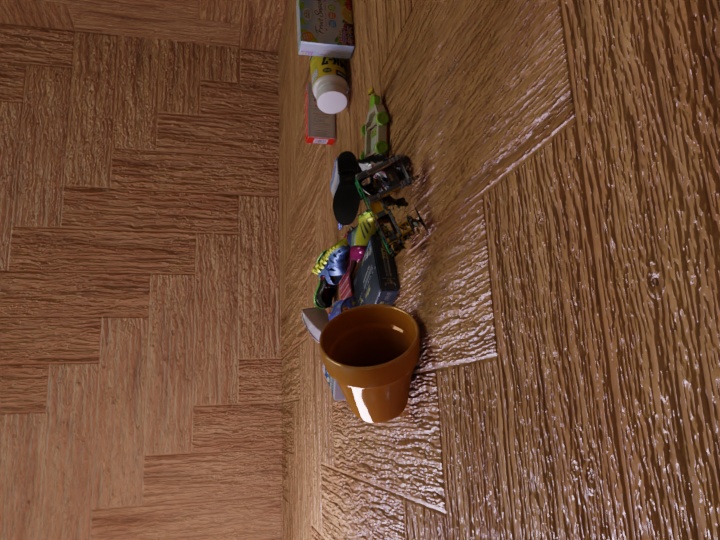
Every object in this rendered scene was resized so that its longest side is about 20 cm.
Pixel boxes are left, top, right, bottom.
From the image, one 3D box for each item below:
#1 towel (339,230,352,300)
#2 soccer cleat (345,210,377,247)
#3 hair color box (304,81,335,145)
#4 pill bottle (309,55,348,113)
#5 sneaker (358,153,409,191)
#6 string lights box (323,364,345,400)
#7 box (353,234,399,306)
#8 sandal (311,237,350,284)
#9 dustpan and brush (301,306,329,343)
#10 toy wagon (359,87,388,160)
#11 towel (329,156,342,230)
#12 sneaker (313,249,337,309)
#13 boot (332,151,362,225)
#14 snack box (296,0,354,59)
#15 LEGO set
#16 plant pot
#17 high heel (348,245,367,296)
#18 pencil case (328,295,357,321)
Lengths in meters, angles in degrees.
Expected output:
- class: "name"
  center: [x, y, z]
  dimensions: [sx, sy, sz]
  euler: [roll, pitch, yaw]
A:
- class: "towel"
  center: [-0.040, -0.001, 1.809]
  dimensions: [0.145, 0.022, 0.202]
  euler: [122, 145, -60]
- class: "soccer cleat"
  center: [0.022, -0.101, 1.524]
  dimensions: [0.084, 0.064, 0.200]
  euler: [58, 154, 8]
- class: "hair color box"
  center: [-0.139, -0.544, 2.081]
  dimensions: [0.061, 0.101, 0.202]
  euler: [148, 122, -73]
- class: "pill bottle"
  center: [-0.097, -0.600, 1.889]
  dimensions: [0.115, 0.113, 0.202]
  euler: [114, 153, -57]
- class: "sneaker"
  center: [0.062, -0.208, 1.348]
  dimensions: [0.200, 0.080, 0.087]
  euler: [-133, 22, -68]
- class: "string lights box"
  center: [-0.067, 0.299, 1.815]
  dimensions: [0.200, 0.058, 0.104]
  euler: [-131, 42, -70]
- class: "box"
  center: [0.034, 0.036, 1.445]
  dimensions: [0.201, 0.051, 0.159]
  euler: [110, 155, -52]
- class: "sandal"
  center: [-0.068, -0.024, 1.771]
  dimensions: [0.087, 0.079, 0.200]
  euler: [49, 144, 6]
- class: "dustpan and brush"
  center: [-0.119, 0.218, 1.983]
  dimensions: [0.057, 0.139, 0.201]
  euler: [-45, 70, 22]
- class: "toy wagon"
  center: [0.037, -0.350, 1.488]
  dimensions: [0.155, 0.039, 0.202]
  euler: [-174, 86, -76]
- class: "towel"
  center: [-0.071, -0.252, 1.945]
  dimensions: [0.147, 0.024, 0.201]
  euler: [106, 160, -48]
- class: "sneaker"
  center: [-0.105, 0.031, 2.000]
  dimensions: [0.083, 0.076, 0.202]
  euler: [12, 100, 50]
- class: "boot"
  center: [-0.014, -0.207, 1.560]
  dimensions: [0.174, 0.069, 0.202]
  euler: [17, -103, -77]
- class: "snack box"
  center: [-0.110, -0.756, 1.839]
  dimensions: [0.068, 0.167, 0.202]
  euler: [122, 147, -66]
- class: "LEGO set"
  center: [0.074, -0.138, 1.207]
  dimensions: [0.154, 0.115, 0.201]
  euler: [65, 180, -77]
- class: "plant pot"
  center: [0.028, 0.201, 1.221]
  dimensions: [0.201, 0.198, 0.185]
  euler: [-112, 11, -58]
- class: "high heel"
  center: [0.000, 0.000, 1.551]
  dimensions: [0.200, 0.067, 0.097]
  euler: [87, -171, -74]
- class: "pencil case"
  center: [-0.036, 0.116, 1.673]
  dimensions: [0.087, 0.078, 0.200]
  euler: [-53, 6, -14]
